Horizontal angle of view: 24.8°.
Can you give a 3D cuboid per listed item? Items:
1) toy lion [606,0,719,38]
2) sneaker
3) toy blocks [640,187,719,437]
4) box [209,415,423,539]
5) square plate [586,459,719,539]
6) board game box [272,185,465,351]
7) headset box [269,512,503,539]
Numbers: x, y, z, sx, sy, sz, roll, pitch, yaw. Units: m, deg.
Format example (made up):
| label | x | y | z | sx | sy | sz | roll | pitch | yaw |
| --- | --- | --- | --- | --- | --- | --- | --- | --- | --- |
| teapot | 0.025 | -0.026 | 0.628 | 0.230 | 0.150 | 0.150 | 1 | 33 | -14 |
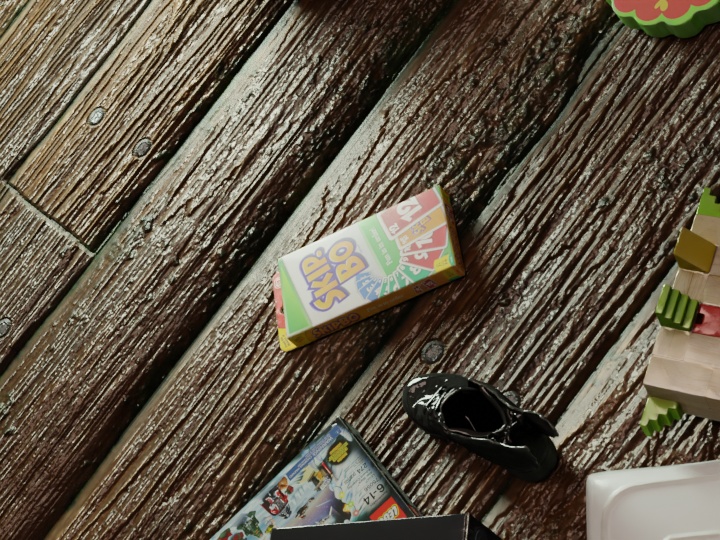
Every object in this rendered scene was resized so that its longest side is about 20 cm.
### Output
| label | x | y | z | sx | sy | sz | roll | pitch | yaw |
| --- | --- | --- | --- | --- | --- | --- | --- | --- | --- |
| toy lion | 0.319 | -0.308 | 1.501 | 0.199 | 0.069 | 0.193 | -4 | 68 | 32 |
| sneaker | 0.093 | 0.118 | 1.355 | 0.199 | 0.104 | 0.060 | 27 | 80 | 41 |
| toy blocks | 0.310 | 0.044 | 1.274 | 0.136 | 0.100 | 0.201 | 12 | 69 | 26 |
| box | -0.049 | 0.242 | 1.418 | 0.200 | 0.040 | 0.137 | -44 | 49 | 3 |
| square plate | 0.257 | 0.230 | 1.227 | 0.199 | 0.028 | 0.199 | -12 | 56 | 28 |
| board game box | 0.000 | 0.000 | 1.545 | 0.199 | 0.030 | 0.096 | -26 | 51 | 22 |
| headset box | 0.041 | 0.260 | 1.239 | 0.173 | 0.200 | 0.093 | -9 | 58 | 29 |
